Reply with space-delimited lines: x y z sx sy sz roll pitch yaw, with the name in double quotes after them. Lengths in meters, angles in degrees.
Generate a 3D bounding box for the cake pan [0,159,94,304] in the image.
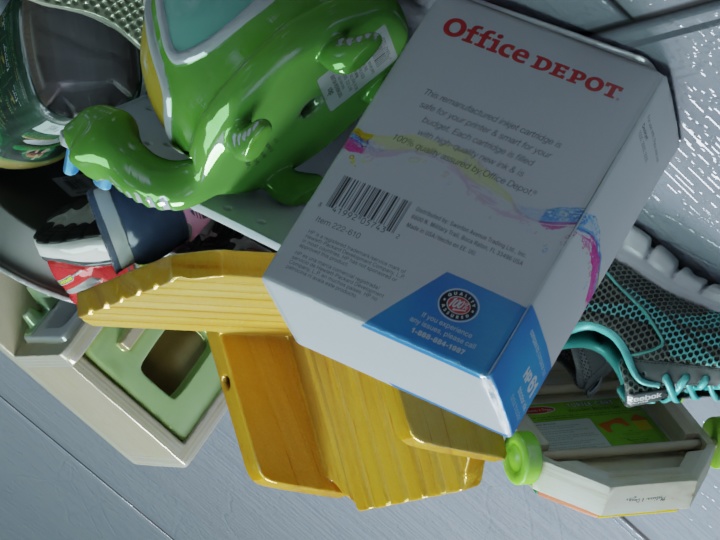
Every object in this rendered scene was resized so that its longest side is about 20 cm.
-0.207 -0.045 1.949 0.200 0.200 0.037 31 117 10 "cake pan"

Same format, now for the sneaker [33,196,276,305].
-0.124 -0.006 1.808 0.199 0.077 0.085 3 130 36 "sneaker"

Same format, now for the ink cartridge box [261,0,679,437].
0.063 -0.034 1.461 0.144 0.201 0.085 23 161 25 "ink cartridge box"

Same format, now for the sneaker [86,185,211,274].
-0.124 -0.053 1.715 0.200 0.082 0.071 -102 -8 -70 "sneaker"

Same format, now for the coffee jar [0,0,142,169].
-0.215 -0.131 1.834 0.200 0.085 0.105 160 101 -67 "coffee jar"

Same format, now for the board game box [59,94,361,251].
-0.047 -0.059 1.627 0.199 0.200 0.026 25 119 24 "board game box"

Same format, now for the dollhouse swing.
-0.051 0.072 1.664 0.200 0.175 0.183 -18 87 55 "dollhouse swing"

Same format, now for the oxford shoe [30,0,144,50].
-0.133 -0.175 1.683 0.199 0.076 0.058 22 -160 13 "oxford shoe"

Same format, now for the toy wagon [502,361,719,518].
0.138 0.083 1.704 0.200 0.154 0.040 -127 42 -50 "toy wagon"

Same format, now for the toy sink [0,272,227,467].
-0.193 0.046 2.174 0.200 0.131 0.112 44 159 -21 "toy sink"

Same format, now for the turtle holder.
-0.066 -0.112 1.538 0.132 0.186 0.141 50 -155 20 "turtle holder"

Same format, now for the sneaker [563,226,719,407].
0.192 0.051 1.610 0.199 0.091 0.078 29 161 17 "sneaker"

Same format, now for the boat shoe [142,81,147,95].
-0.136 -0.091 1.848 0.068 0.074 0.199 41 158 1 "boat shoe"

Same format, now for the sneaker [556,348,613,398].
0.085 0.005 1.692 0.199 0.082 0.075 28 160 20 "sneaker"
